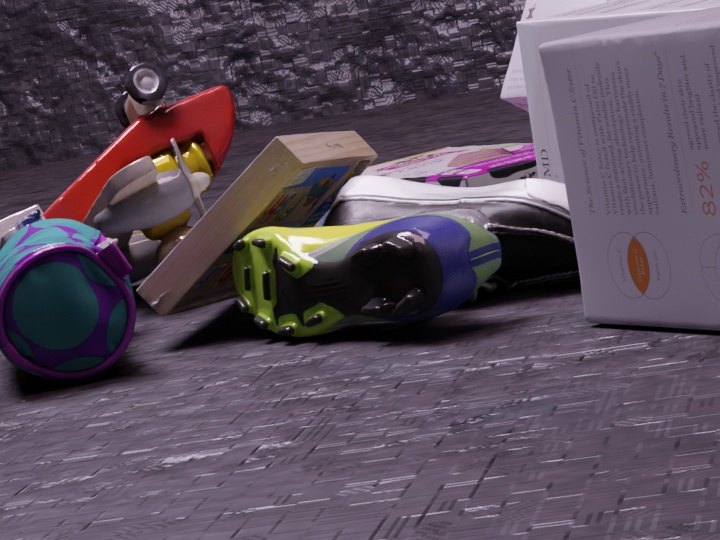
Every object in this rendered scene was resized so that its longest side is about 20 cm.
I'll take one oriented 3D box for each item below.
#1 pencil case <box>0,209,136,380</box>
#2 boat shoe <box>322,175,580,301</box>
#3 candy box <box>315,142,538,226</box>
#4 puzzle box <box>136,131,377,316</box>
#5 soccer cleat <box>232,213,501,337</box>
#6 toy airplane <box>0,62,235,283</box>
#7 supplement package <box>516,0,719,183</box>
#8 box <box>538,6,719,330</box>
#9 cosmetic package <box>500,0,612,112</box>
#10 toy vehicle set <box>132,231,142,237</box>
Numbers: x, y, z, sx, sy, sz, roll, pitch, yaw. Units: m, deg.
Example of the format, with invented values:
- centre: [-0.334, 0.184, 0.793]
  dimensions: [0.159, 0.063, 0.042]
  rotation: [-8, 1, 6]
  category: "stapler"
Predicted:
- centre: [-0.183, 0.014, 1.450]
  dimensions: [0.092, 0.085, 0.200]
  rotation: [-39, 11, -3]
  category: "pencil case"
- centre: [0.065, -0.011, 1.412]
  dimensions: [0.199, 0.071, 0.064]
  rotation: [3, 46, 30]
  category: "boat shoe"
- centre: [0.071, -0.048, 1.614]
  dimensions: [0.136, 0.062, 0.199]
  rotation: [-15, 8, -33]
  category: "candy box"
- centre: [-0.062, -0.032, 1.513]
  dimensions: [0.133, 0.025, 0.200]
  rotation: [-47, -7, 13]
  category: "puzzle box"
- centre: [0.000, 0.001, 1.372]
  dimensions: [0.083, 0.065, 0.199]
  rotation: [-15, 8, -39]
  category: "soccer cleat"
- centre: [-0.169, -0.033, 1.701]
  dimensions: [0.199, 0.141, 0.200]
  rotation: [-48, 0, 25]
  category: "toy airplane"
- centre: [0.219, -0.090, 1.403]
  dimensions: [0.150, 0.153, 0.199]
  rotation: [-15, 11, -32]
  category: "supplement package"
- centre: [0.198, -0.055, 1.183]
  dimensions: [0.106, 0.154, 0.200]
  rotation: [-15, 9, -29]
  category: "box"
- centre: [0.206, -0.117, 1.584]
  dimensions: [0.199, 0.082, 0.113]
  rotation: [21, -12, -33]
  category: "cosmetic package"
- centre: [-0.250, -0.002, 1.894]
  dimensions: [0.198, 0.027, 0.124]
  rotation: [-12, 8, -11]
  category: "toy vehicle set"
